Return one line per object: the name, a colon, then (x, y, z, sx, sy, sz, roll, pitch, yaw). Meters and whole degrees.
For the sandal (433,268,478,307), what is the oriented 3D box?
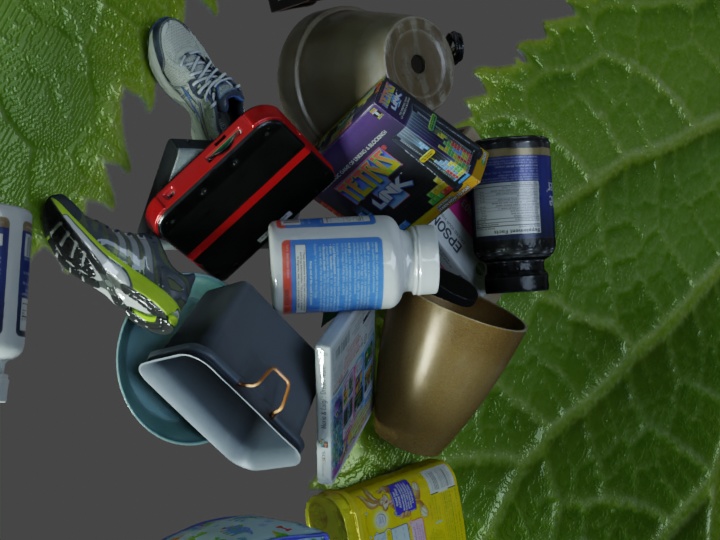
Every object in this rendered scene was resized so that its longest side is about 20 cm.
sandal: (0.061, -0.014, 1.665, 0.198, 0.045, 0.075, 21, 28, -6)

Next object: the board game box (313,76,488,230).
board game box: (0.034, -0.125, 1.641, 0.164, 0.200, 0.057, 33, 49, -16)

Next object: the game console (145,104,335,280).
game console: (-0.139, -0.088, 1.544, 0.200, 0.031, 0.177, -42, 147, 4)

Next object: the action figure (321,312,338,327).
action figure: (0.000, 0.000, 1.722, 0.199, 0.054, 0.120, -11, 92, -44)

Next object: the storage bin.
storage bin: (-0.129, 0.113, 1.528, 0.200, 0.145, 0.135, 46, 51, -26)

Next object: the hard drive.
hard drive: (-0.154, -0.089, 1.575, 0.198, 0.033, 0.141, -2, 128, -38)

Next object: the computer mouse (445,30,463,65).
computer mouse: (0.096, -0.265, 1.735, 0.034, 0.200, 0.059, 1, 77, -11)

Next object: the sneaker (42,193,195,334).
sneaker: (-0.272, -0.017, 1.493, 0.200, 0.074, 0.081, 43, 51, -11)

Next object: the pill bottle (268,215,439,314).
pill bottle: (-0.009, -0.008, 1.572, 0.197, 0.112, 0.114, -2, 88, -5)

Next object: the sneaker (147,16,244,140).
sneaker: (-0.178, -0.215, 1.579, 0.077, 0.085, 0.201, -40, 110, -32)

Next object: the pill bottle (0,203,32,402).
pill bottle: (-0.402, 0.033, 1.375, 0.110, 0.110, 0.203, 7, 83, -37)

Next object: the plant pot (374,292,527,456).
plant pot: (0.094, 0.130, 1.717, 0.185, 0.186, 0.202, 15, 102, -36)

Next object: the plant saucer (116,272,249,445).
plant saucer: (-0.206, 0.104, 1.568, 0.198, 0.036, 0.203, 3, 85, -38)

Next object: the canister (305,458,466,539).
canister: (0.037, 0.336, 1.710, 0.198, 0.086, 0.150, -12, 95, -39)

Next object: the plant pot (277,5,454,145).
plant pot: (0.022, -0.248, 1.681, 0.198, 0.173, 0.203, 4, 84, -38)

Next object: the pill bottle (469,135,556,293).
pill bottle: (0.201, -0.072, 1.752, 0.111, 0.111, 0.203, -3, 90, -37)

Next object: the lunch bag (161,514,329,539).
lunch bag: (-0.158, 0.350, 1.506, 0.198, 0.169, 0.129, 4, 84, -38)

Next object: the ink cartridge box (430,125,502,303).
ink cartridge box: (0.144, -0.069, 1.824, 0.200, 0.075, 0.165, 50, 59, -25)

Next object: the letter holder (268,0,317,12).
letter holder: (-0.056, -0.445, 1.680, 0.141, 0.100, 0.202, -19, 99, -39)

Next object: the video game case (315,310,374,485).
video game case: (-0.017, 0.132, 1.622, 0.200, 0.023, 0.184, -55, 148, -63)
